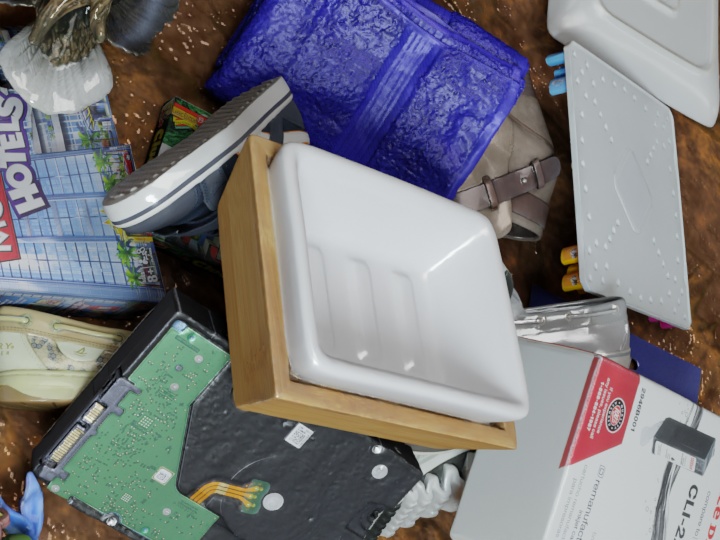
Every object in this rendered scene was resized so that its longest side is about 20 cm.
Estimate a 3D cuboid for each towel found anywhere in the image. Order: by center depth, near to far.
[{"bbox_3d":[0.008,-0.138,0.965,0.199,0.050,0.148,31,93,-12],"label":"towel"}]

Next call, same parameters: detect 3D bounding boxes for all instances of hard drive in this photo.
[{"bbox_3d":[-0.078,0.117,0.821,0.200,0.038,0.140,35,102,-27],"label":"hard drive"}]

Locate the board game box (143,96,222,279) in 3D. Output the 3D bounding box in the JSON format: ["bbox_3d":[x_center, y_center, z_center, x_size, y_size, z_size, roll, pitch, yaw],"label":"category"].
[{"bbox_3d":[-0.063,-0.033,0.957,0.199,0.023,0.105,25,62,-27],"label":"board game box"}]

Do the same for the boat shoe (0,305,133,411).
[{"bbox_3d":[-0.131,0.055,0.853,0.199,0.073,0.063,3,78,-33],"label":"boat shoe"}]

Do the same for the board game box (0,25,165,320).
[{"bbox_3d":[-0.238,-0.055,0.818,0.199,0.062,0.201,-11,83,-37],"label":"board game box"}]

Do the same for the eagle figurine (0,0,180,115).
[{"bbox_3d":[-0.175,-0.202,0.851,0.150,0.200,0.152,-26,115,-7],"label":"eagle figurine"}]

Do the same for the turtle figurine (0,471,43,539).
[{"bbox_3d":[-0.260,0.153,0.696,0.194,0.144,0.201,35,56,-17],"label":"turtle figurine"}]

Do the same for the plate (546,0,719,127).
[{"bbox_3d":[0.257,-0.253,1.215,0.199,0.032,0.201,24,58,-25],"label":"plate"}]

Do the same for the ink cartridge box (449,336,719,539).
[{"bbox_3d":[0.174,0.148,0.943,0.200,0.084,0.145,26,79,-41],"label":"ink cartridge box"}]

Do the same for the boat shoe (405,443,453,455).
[{"bbox_3d":[0.014,0.069,0.879,0.199,0.057,0.067,24,46,-32],"label":"boat shoe"}]

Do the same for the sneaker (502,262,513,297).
[{"bbox_3d":[0.000,0.000,0.943,0.199,0.087,0.075,2,120,-18],"label":"sneaker"}]

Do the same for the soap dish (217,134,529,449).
[{"bbox_3d":[0.005,0.023,0.797,0.199,0.081,0.158,18,54,-43],"label":"soap dish"}]

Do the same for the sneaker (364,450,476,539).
[{"bbox_3d":[0.029,0.137,0.950,0.199,0.075,0.081,-10,62,-33],"label":"sneaker"}]

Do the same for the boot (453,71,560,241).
[{"bbox_3d":[0.069,-0.092,1.038,0.199,0.070,0.147,1,85,-26],"label":"boot"}]

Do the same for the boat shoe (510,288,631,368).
[{"bbox_3d":[0.105,0.044,0.987,0.199,0.072,0.069,1,94,-8],"label":"boat shoe"}]

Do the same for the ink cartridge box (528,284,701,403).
[{"bbox_3d":[0.205,0.134,1.079,0.197,0.047,0.201,25,67,-26],"label":"ink cartridge box"}]

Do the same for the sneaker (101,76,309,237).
[{"bbox_3d":[-0.083,-0.057,0.863,0.080,0.078,0.200,63,34,-14],"label":"sneaker"}]

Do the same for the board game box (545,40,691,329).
[{"bbox_3d":[0.213,-0.063,1.110,0.200,0.026,0.201,18,65,-52],"label":"board game box"}]
